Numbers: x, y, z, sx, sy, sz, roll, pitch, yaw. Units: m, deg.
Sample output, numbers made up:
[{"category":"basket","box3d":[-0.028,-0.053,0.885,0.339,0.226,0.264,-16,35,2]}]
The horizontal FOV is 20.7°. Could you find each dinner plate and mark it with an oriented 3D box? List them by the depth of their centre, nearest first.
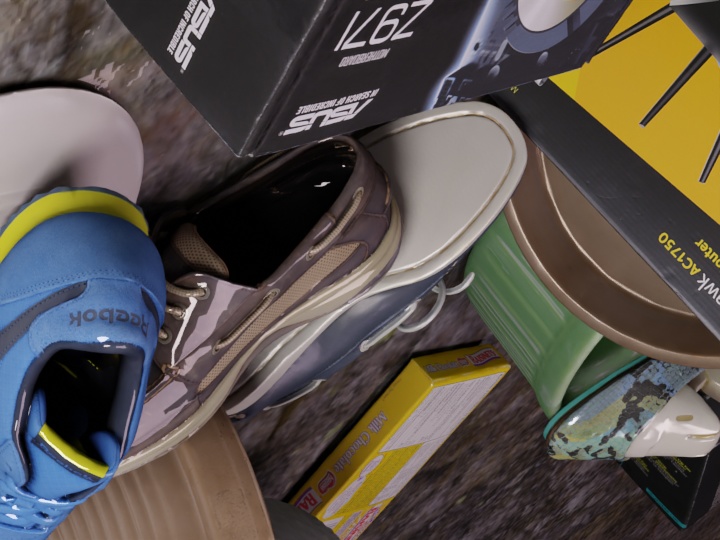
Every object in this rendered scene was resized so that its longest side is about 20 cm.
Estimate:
[{"category":"dinner plate","box3d":[-0.156,0.013,0.717,0.200,0.024,0.200,-35,158,-16]}]

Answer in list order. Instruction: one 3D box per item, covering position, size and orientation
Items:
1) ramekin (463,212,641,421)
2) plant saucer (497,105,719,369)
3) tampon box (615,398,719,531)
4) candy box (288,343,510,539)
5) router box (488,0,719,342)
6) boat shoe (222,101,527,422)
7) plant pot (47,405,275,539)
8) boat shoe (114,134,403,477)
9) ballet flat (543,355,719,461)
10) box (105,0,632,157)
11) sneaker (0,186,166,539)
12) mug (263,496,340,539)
[{"category":"ramekin","box3d":[0.153,-0.014,1.118,0.200,0.098,0.200,-35,159,-16]},{"category":"plant saucer","box3d":[0.159,-0.050,0.922,0.200,0.200,0.029,-54,172,32]},{"category":"tampon box","box3d":[0.222,0.059,1.319,0.126,0.150,0.200,-37,160,-11]},{"category":"candy box","box3d":[0.005,0.126,1.241,0.200,0.026,0.102,-50,161,24]},{"category":"router box","box3d":[0.158,-0.078,0.840,0.149,0.200,0.051,-51,159,24]},{"category":"boat shoe","box3d":[0.000,0.000,0.899,0.200,0.075,0.062,-44,158,12]},{"category":"plant pot","box3d":[-0.107,0.149,0.864,0.092,0.201,0.201,-9,147,-24]},{"category":"boat shoe","box3d":[-0.071,0.007,0.811,0.200,0.074,0.073,-39,147,-19]},{"category":"ballet flat","box3d":[0.195,0.065,1.113,0.200,0.074,0.074,-31,158,-24]},{"category":"box","box3d":[0.035,-0.139,0.656,0.200,0.086,0.164,-19,151,-47]},{"category":"sneaker","box3d":[-0.121,0.063,0.709,0.066,0.079,0.200,8,135,-24]},{"category":"mug","box3d":[-0.093,0.200,1.078,0.199,0.148,0.175,-15,175,17]}]
